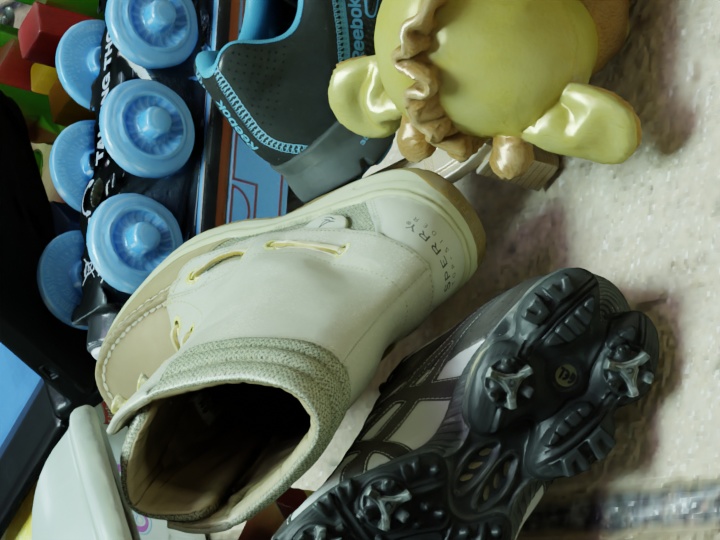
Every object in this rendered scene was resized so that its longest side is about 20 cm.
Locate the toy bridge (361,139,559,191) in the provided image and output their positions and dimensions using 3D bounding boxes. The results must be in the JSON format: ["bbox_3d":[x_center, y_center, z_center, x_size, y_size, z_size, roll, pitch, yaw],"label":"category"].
[{"bbox_3d":[0.000,0.000,1.135,0.200,0.067,0.027,-48,40,41],"label":"toy bridge"}]

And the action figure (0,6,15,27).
[{"bbox_3d":[-0.240,-0.147,1.554,0.201,0.118,0.102,-62,-4,-23],"label":"action figure"}]

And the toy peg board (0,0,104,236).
[{"bbox_3d":[-0.164,-0.054,1.416,0.200,0.097,0.200,-54,36,36],"label":"toy peg board"}]

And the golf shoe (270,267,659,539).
[{"bbox_3d":[0.026,0.081,1.015,0.200,0.078,0.094,-43,13,-3],"label":"golf shoe"}]

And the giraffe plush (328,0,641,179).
[{"bbox_3d":[0.056,-0.123,1.022,0.172,0.199,0.163,29,133,57],"label":"giraffe plush"}]

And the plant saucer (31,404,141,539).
[{"bbox_3d":[-0.094,0.153,1.034,0.200,0.050,0.201,163,90,-86],"label":"plant saucer"}]

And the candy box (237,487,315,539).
[{"bbox_3d":[-0.039,0.205,1.131,0.201,0.056,0.117,-66,32,22],"label":"candy box"}]

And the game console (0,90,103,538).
[{"bbox_3d":[-0.203,0.001,1.300,0.116,0.176,0.201,-31,50,10],"label":"game console"}]

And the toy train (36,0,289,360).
[{"bbox_3d":[-0.079,-0.047,1.245,0.087,0.114,0.201,-30,52,56],"label":"toy train"}]

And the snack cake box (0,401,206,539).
[{"bbox_3d":[-0.153,0.152,1.343,0.200,0.067,0.115,-52,36,37],"label":"snack cake box"}]

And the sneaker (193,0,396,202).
[{"bbox_3d":[0.003,-0.128,1.122,0.073,0.082,0.201,-20,37,51],"label":"sneaker"}]

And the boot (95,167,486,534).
[{"bbox_3d":[-0.057,0.044,1.055,0.199,0.072,0.155,-25,18,38],"label":"boot"}]
